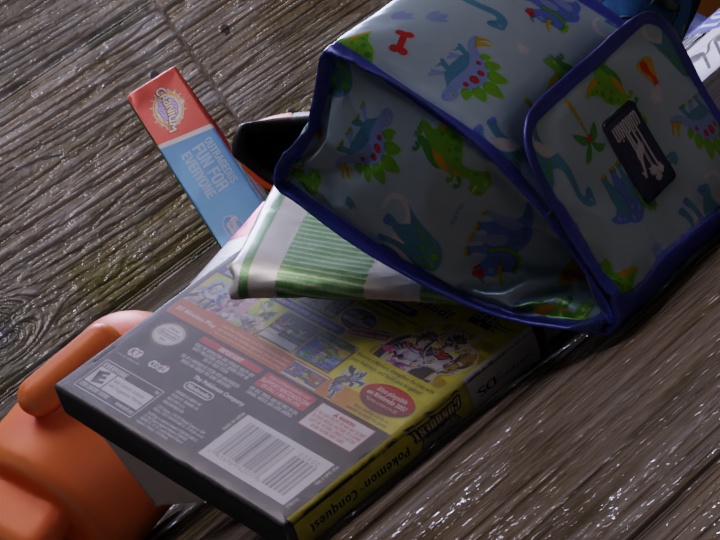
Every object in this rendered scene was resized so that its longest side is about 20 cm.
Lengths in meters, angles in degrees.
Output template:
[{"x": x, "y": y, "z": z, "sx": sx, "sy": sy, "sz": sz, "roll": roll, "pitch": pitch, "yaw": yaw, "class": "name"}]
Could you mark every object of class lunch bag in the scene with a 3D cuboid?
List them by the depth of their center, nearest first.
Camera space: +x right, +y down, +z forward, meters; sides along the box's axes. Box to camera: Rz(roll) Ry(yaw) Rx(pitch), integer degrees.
[{"x": 0.088, "y": -0.063, "z": 1.450, "sx": 0.170, "sy": 0.200, "sz": 0.127, "roll": -41, "pitch": -19, "yaw": -47, "class": "lunch bag"}]

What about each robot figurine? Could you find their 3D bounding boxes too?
[{"x": -0.157, "y": 0.105, "z": 1.750, "sx": 0.200, "sy": 0.144, "sz": 0.117, "roll": -50, "pitch": 19, "yaw": -27, "class": "robot figurine"}]

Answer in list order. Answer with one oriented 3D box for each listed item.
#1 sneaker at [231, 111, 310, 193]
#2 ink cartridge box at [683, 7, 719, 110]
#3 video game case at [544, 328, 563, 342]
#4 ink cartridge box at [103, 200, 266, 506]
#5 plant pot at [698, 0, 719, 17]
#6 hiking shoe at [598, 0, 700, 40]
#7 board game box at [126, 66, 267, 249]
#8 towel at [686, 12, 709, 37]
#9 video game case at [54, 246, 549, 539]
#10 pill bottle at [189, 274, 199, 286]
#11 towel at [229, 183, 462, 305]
[{"x": 0.014, "y": -0.058, "z": 1.704, "sx": 0.200, "sy": 0.070, "sz": 0.090, "roll": 7, "pitch": -6, "yaw": 31, "class": "sneaker"}, {"x": 0.228, "y": -0.125, "z": 1.702, "sx": 0.200, "sy": 0.044, "sz": 0.094, "roll": -40, "pitch": 15, "yaw": -33, "class": "ink cartridge box"}, {"x": 0.098, "y": 0.016, "z": 1.598, "sx": 0.143, "sy": 0.017, "sz": 0.200, "roll": -37, "pitch": 6, "yaw": -20, "class": "video game case"}, {"x": -0.043, "y": 0.039, "z": 1.633, "sx": 0.145, "sy": 0.083, "sz": 0.200, "roll": -11, "pitch": 30, "yaw": 47, "class": "ink cartridge box"}, {"x": 0.238, "y": -0.236, "z": 2.169, "sx": 0.183, "sy": 0.200, "sz": 0.200, "roll": -54, "pitch": 12, "yaw": -21, "class": "plant pot"}, {"x": 0.143, "y": -0.094, "z": 1.602, "sx": 0.200, "sy": 0.074, "sz": 0.087, "roll": -60, "pitch": 33, "yaw": 18, "class": "hiking shoe"}, {"x": -0.079, "y": -0.034, "z": 1.958, "sx": 0.040, "sy": 0.153, "sz": 0.200, "roll": -33, "pitch": -27, "yaw": 0, "class": "board game box"}, {"x": 0.129, "y": -0.112, "z": 1.782, "sx": 0.200, "sy": 0.024, "sz": 0.147, "roll": -38, "pitch": 49, "yaw": -22, "class": "towel"}, {"x": -0.033, "y": 0.052, "z": 1.486, "sx": 0.181, "sy": 0.026, "sz": 0.200, "roll": -37, "pitch": 40, "yaw": -24, "class": "video game case"}, {"x": 0.000, "y": 0.000, "z": 1.814, "sx": 0.200, "sy": 0.116, "sz": 0.116, "roll": -35, "pitch": 5, "yaw": -6, "class": "pill bottle"}, {"x": 0.041, "y": -0.019, "z": 1.515, "sx": 0.200, "sy": 0.023, "sz": 0.153, "roll": 4, "pitch": 30, "yaw": 12, "class": "towel"}]
